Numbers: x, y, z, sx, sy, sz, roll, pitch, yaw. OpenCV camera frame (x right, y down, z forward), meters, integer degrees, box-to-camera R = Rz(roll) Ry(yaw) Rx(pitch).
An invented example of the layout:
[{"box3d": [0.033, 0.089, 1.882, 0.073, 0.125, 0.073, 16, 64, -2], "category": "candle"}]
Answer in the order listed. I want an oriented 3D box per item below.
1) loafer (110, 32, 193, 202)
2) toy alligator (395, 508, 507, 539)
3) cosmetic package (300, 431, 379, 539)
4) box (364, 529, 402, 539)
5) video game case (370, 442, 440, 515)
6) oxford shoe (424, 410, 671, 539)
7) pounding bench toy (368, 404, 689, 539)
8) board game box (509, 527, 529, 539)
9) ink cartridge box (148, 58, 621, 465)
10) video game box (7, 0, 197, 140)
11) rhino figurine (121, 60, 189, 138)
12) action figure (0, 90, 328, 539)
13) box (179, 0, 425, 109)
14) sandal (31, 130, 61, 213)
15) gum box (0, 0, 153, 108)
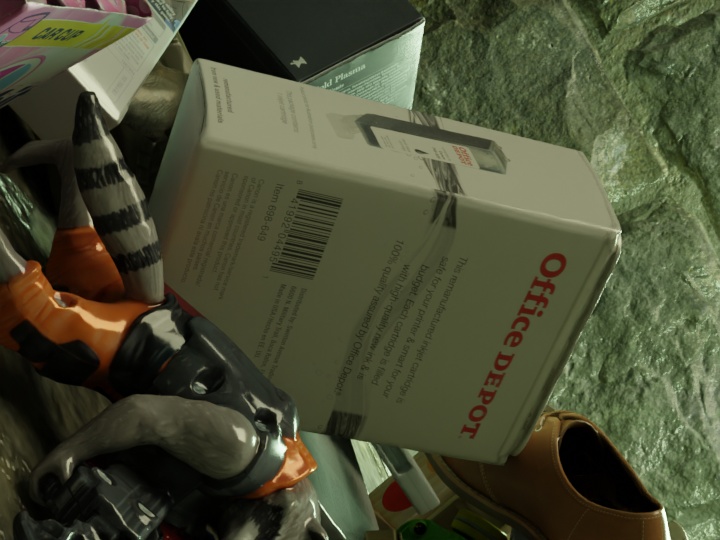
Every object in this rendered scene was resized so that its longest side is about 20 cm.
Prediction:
[{"box3d": [-0.110, -0.065, 0.864, 0.067, 0.076, 0.200, -45, -118, 57], "category": "loafer"}, {"box3d": [0.040, 0.150, 0.833, 0.054, 0.059, 0.200, 31, -11, 11], "category": "toy alligator"}, {"box3d": [-0.046, 0.090, 0.872, 0.200, 0.052, 0.151, -110, 174, -51], "category": "cosmetic package"}, {"box3d": [0.023, 0.232, 0.723, 0.200, 0.021, 0.164, -97, 180, -76], "category": "box"}, {"box3d": [-0.019, 0.047, 0.938, 0.143, 0.017, 0.200, 56, -3, 40], "category": "video game case"}, {"box3d": [0.094, 0.095, 0.807, 0.200, 0.071, 0.071, 39, -49, 51], "category": "oxford shoe"}, {"box3d": [0.099, 0.184, 0.992, 0.124, 0.156, 0.200, 58, -13, -29], "category": "pounding bench toy"}, {"box3d": [0.077, 0.225, 0.775, 0.200, 0.035, 0.126, -72, 169, -61], "category": "board game box"}, {"box3d": [0.000, 0.000, 0.744, 0.200, 0.146, 0.085, 13, 32, -16], "category": "ink cartridge box"}, {"box3d": [-0.157, -0.176, 0.714, 0.200, 0.047, 0.182, 49, 36, -20], "category": "video game box"}, {"box3d": [-0.061, -0.062, 0.799, 0.200, 0.060, 0.087, 26, 28, -23], "category": "rhino figurine"}, {"box3d": [-0.081, 0.042, 0.583, 0.194, 0.105, 0.200, 52, 6, -9], "category": "action figure"}, {"box3d": [-0.060, -0.158, 1.109, 0.200, 0.104, 0.182, 50, -22, 23], "category": "box"}, {"box3d": [-0.170, -0.117, 0.782, 0.082, 0.055, 0.200, -55, 132, -76], "category": "sandal"}, {"box3d": [-0.145, -0.084, 0.519, 0.066, 0.113, 0.200, 62, 6, -5], "category": "gum box"}]
